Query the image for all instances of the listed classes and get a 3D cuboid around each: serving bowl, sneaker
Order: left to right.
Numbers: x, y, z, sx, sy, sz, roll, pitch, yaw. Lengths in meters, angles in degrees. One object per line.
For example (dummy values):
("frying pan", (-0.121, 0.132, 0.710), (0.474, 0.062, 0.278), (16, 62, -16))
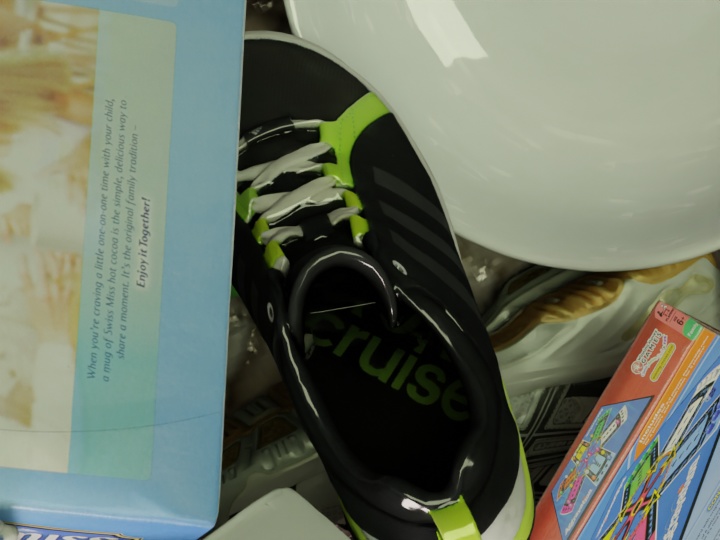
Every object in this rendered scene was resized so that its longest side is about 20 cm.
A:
("sneaker", (0.000, 0.000, 0.784), (0.071, 0.083, 0.201), (-26, 64, -4))
("sneaker", (0.037, 0.061, 0.880), (0.199, 0.076, 0.088), (-23, 105, -9))
("serving bowl", (0.077, -0.104, 0.847), (0.199, 0.066, 0.201), (4, 105, 16))

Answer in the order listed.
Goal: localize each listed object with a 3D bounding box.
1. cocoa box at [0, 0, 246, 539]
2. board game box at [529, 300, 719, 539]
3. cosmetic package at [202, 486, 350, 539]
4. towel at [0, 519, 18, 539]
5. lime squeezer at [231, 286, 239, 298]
("cocoa box", (-0.110, -0.019, 0.765), (0.133, 0.131, 0.201), (7, 73, -16))
("board game box", (0.064, 0.108, 0.830), (0.201, 0.019, 0.103), (-59, 151, 4))
("cosmetic package", (-0.058, 0.163, 0.797), (0.074, 0.200, 0.102), (43, 45, 13))
("towel", (-0.189, 0.096, 0.721), (0.199, 0.147, 0.024), (2, 61, -5))
("lime squeezer", (-0.080, 0.037, 0.865), (0.200, 0.038, 0.071), (-42, 106, -7))
